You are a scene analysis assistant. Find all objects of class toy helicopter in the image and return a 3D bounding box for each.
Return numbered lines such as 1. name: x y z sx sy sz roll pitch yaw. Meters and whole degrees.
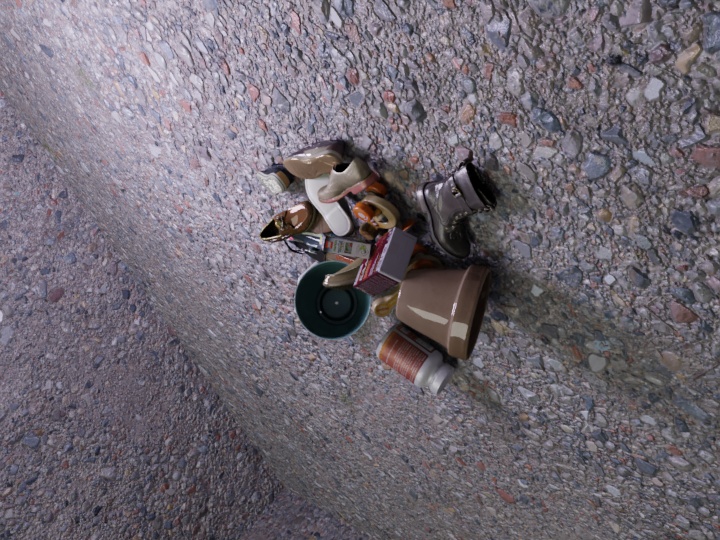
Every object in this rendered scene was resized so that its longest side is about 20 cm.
1. toy helicopter: 0.114 0.045 1.557 0.132 0.199 0.079 42 -162 -32
2. toy helicopter: 0.045 -0.113 1.546 0.131 0.079 0.200 31 160 -2

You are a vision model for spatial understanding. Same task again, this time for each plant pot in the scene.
1. plant pot: 0.173 0.071 1.426 0.172 0.201 0.202 15 142 16
2. plant pot: -0.067 0.084 1.759 0.200 0.201 0.134 42 177 7

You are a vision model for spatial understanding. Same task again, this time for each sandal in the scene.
1. sandal: -0.178 -0.077 1.898 0.199 0.045 0.076 33 149 22

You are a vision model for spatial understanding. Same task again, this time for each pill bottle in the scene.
1. pill bottle: 0.149 0.242 1.797 0.199 0.112 0.113 34 149 21

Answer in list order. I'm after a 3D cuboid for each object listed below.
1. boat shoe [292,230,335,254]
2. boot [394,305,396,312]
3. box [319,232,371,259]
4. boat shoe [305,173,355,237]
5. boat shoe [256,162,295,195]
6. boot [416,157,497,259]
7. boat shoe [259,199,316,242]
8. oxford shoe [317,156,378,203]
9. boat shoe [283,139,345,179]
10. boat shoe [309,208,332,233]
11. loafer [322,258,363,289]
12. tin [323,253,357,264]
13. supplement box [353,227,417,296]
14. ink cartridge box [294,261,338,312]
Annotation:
1. boat shoe: -0.114 -0.077 1.781 0.198 0.074 0.063 7 103 39
2. boot: 0.188 0.089 1.618 0.197 0.076 0.075 14 123 17
3. box: -0.040 -0.061 1.594 0.108 0.035 0.200 9 -175 -7
4. boat shoe: -0.071 -0.168 1.604 0.202 0.072 0.062 62 -163 14
5. boat shoe: -0.218 -0.241 1.735 0.075 0.062 0.200 51 166 -19
6. boot: 0.205 -0.115 1.325 0.173 0.069 0.201 -10 117 57
7. boat shoe: -0.190 -0.118 1.724 0.199 0.067 0.073 -33 75 45
8. oxford shoe: -0.042 -0.205 1.486 0.199 0.071 0.075 -16 117 50
9. boat shoe: -0.104 -0.262 1.552 0.199 0.065 0.072 -2 143 51
10. boat shoe: -0.117 -0.139 1.739 0.198 0.062 0.074 9 109 44
11. loafer: 0.000 0.000 1.660 0.076 0.197 0.068 61 -163 -78
12. tin: -0.015 -0.002 1.788 0.198 0.042 0.113 21 146 38
13. supplement box: 0.053 -0.016 1.510 0.060 0.110 0.200 25 162 -10
14. ink cartridge box: -0.116 0.092 1.988 0.147 0.086 0.201 38 149 14
